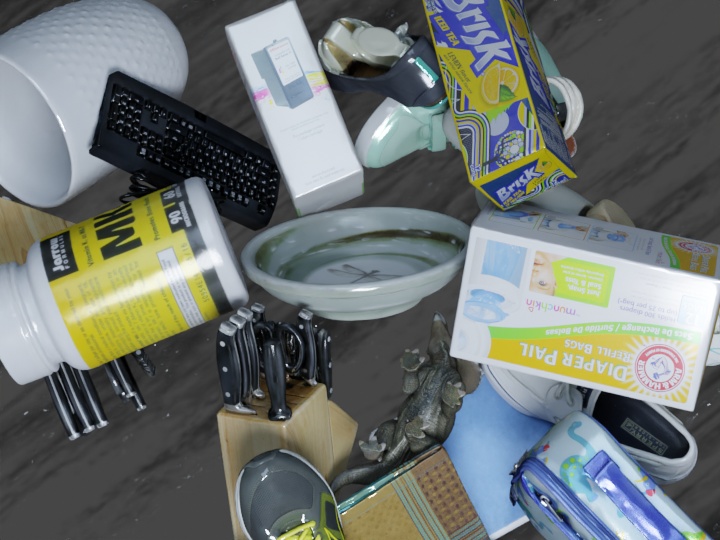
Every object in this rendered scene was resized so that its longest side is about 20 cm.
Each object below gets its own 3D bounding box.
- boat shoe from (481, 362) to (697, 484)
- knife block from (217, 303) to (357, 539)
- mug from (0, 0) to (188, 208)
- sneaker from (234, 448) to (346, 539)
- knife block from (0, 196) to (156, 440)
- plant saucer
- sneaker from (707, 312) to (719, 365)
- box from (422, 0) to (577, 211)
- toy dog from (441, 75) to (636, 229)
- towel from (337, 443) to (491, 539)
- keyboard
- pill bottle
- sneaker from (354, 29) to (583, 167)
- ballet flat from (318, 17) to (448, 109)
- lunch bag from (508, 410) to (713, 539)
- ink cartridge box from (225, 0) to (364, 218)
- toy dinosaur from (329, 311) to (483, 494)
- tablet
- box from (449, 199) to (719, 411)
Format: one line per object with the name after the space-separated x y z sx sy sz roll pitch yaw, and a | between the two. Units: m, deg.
0.189 0.102 1.356 0.199 0.065 0.074 27 75 13 | boat shoe
-0.073 0.135 1.308 0.063 0.176 0.202 7 71 28 | knife block
-0.259 -0.164 1.454 0.199 0.149 0.175 12 38 39 | mug
-0.030 0.224 1.239 0.074 0.085 0.201 -28 113 -11 | sneaker
-0.265 0.048 1.420 0.198 0.064 0.177 19 73 10 | knife block
0.000 0.000 1.381 0.198 0.200 0.051 -4 109 3 | plant saucer
0.300 0.045 1.376 0.198 0.080 0.071 -2 72 5 | sneaker
0.107 -0.155 1.322 0.070 0.064 0.202 -24 59 21 | box
0.157 -0.066 1.404 0.131 0.096 0.202 -19 94 21 | toy dog
0.009 0.245 1.316 0.199 0.022 0.147 -31 113 -9 | towel
-0.138 -0.089 1.402 0.039 0.199 0.105 -7 67 45 | keyboard
-0.200 0.011 1.333 0.198 0.114 0.115 -22 71 -2 | pill bottle
0.098 -0.122 1.447 0.199 0.074 0.119 -31 68 -8 | sneaker
0.008 -0.188 1.423 0.073 0.073 0.200 -47 33 -12 | ballet flat
0.206 0.204 1.278 0.082 0.161 0.200 -43 81 -11 | lunch bag
-0.063 -0.155 1.429 0.067 0.117 0.202 -21 83 -2 | ink cartridge box
0.046 0.127 1.344 0.076 0.102 0.201 22 76 20 | toy dinosaur
0.120 0.147 1.387 0.199 0.014 0.131 -28 71 -7 | tablet
0.182 0.024 1.310 0.198 0.101 0.114 12 108 11 | box
